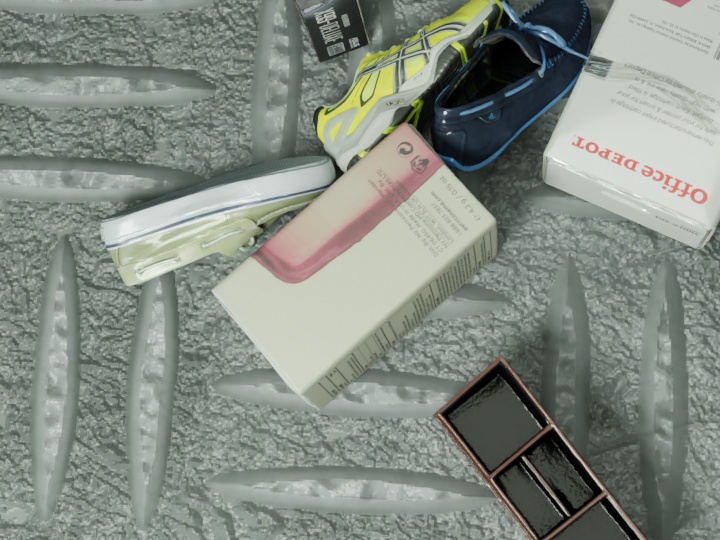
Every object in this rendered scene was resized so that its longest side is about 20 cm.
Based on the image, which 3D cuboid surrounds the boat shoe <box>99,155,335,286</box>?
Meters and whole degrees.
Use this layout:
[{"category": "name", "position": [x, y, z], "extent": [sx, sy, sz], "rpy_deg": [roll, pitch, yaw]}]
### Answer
[{"category": "boat shoe", "position": [-0.112, -0.042, 1.227], "extent": [0.199, 0.072, 0.062], "rpy_deg": [-16, 103, 6]}]

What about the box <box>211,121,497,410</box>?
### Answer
[{"category": "box", "position": [0.000, 0.000, 1.169], "extent": [0.200, 0.128, 0.109], "rpy_deg": [-41, 78, -3]}]

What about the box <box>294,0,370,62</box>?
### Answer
[{"category": "box", "position": [-0.055, -0.289, 1.214], "extent": [0.050, 0.158, 0.201], "rpy_deg": [-21, 77, 1]}]

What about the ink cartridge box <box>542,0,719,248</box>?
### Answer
[{"category": "ink cartridge box", "position": [0.249, -0.138, 1.194], "extent": [0.144, 0.084, 0.200], "rpy_deg": [24, 82, 9]}]

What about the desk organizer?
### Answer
[{"category": "desk organizer", "position": [0.143, 0.165, 1.150], "extent": [0.072, 0.077, 0.200], "rpy_deg": [-38, 78, -3]}]

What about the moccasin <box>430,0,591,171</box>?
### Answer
[{"category": "moccasin", "position": [0.126, -0.161, 1.185], "extent": [0.080, 0.068, 0.200], "rpy_deg": [17, 54, 28]}]

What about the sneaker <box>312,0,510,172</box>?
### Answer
[{"category": "sneaker", "position": [0.042, -0.165, 1.225], "extent": [0.200, 0.075, 0.076], "rpy_deg": [-44, 66, -10]}]
